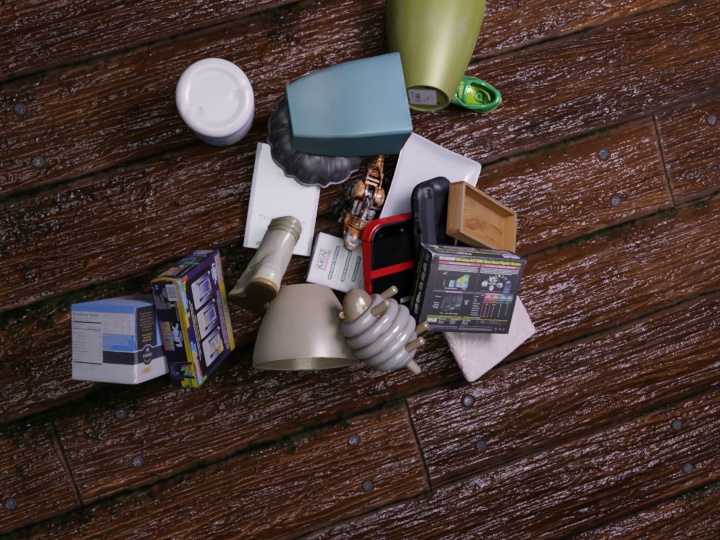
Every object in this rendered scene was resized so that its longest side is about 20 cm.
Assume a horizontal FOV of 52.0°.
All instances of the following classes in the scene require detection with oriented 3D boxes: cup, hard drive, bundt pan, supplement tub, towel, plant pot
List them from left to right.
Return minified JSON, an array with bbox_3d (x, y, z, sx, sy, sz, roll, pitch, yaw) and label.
[{"bbox_3d":[-0.254,-0.294,1.314,0.131,0.200,0.133,0,94,-7],"label":"supplement tub"},{"bbox_3d":[-0.148,-0.137,1.426,0.131,0.027,0.201,8,93,-8],"label":"hard drive"},{"bbox_3d":[-0.104,0.105,1.381,0.199,0.200,0.144,-1,76,-7],"label":"cup"},{"bbox_3d":[-0.074,-0.261,1.383,0.201,0.076,0.203,1,84,-12],"label":"bundt pan"},{"bbox_3d":[-0.028,-0.278,1.290,0.199,0.141,0.142,-9,85,-7],"label":"plant pot"},{"bbox_3d":[0.125,-0.398,1.335,0.186,0.187,0.201,10,74,-8],"label":"plant pot"},{"bbox_3d":[0.237,0.087,1.462,0.191,0.032,0.201,-32,99,-25],"label":"towel"}]

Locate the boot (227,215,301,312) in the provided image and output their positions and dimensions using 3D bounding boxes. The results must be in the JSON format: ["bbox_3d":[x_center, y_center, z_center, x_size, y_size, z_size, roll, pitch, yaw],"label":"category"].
[{"bbox_3d":[-0.177,-0.011,1.376,0.072,0.200,0.155,27,65,-16],"label":"boot"}]

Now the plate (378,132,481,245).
[{"bbox_3d":[0.128,-0.143,1.429,0.199,0.032,0.201,16,92,-35],"label":"plate"}]

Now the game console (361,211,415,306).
[{"bbox_3d":[0.087,-0.020,1.392,0.199,0.031,0.178,-14,113,-34],"label":"game console"}]

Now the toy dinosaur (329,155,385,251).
[{"bbox_3d":[0.014,-0.130,1.388,0.102,0.136,0.200,40,81,-5],"label":"toy dinosaur"}]

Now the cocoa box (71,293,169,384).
[{"bbox_3d":[-0.397,0.115,1.310,0.133,0.200,0.132,1,94,16],"label":"cocoa box"}]

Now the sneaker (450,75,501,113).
[{"bbox_3d":[0.180,-0.354,1.424,0.199,0.084,0.075,7,93,-7],"label":"sneaker"}]

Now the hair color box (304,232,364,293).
[{"bbox_3d":[0.000,0.000,1.437,0.199,0.061,0.101,16,88,-9],"label":"hair color box"}]

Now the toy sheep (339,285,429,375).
[{"bbox_3d":[0.042,0.111,1.301,0.138,0.138,0.200,-40,100,-3],"label":"toy sheep"}]

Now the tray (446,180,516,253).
[{"bbox_3d":[0.233,-0.090,1.404,0.200,0.037,0.099,21,70,-46],"label":"tray"}]

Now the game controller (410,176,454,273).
[{"bbox_3d":[0.138,-0.072,1.378,0.104,0.042,0.201,-28,122,-46],"label":"game controller"}]

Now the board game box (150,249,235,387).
[{"bbox_3d":[-0.296,0.082,1.323,0.056,0.165,0.201,-1,109,14],"label":"board game box"}]

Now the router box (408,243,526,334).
[{"bbox_3d":[0.194,0.035,1.366,0.199,0.062,0.151,4,108,-21],"label":"router box"}]
